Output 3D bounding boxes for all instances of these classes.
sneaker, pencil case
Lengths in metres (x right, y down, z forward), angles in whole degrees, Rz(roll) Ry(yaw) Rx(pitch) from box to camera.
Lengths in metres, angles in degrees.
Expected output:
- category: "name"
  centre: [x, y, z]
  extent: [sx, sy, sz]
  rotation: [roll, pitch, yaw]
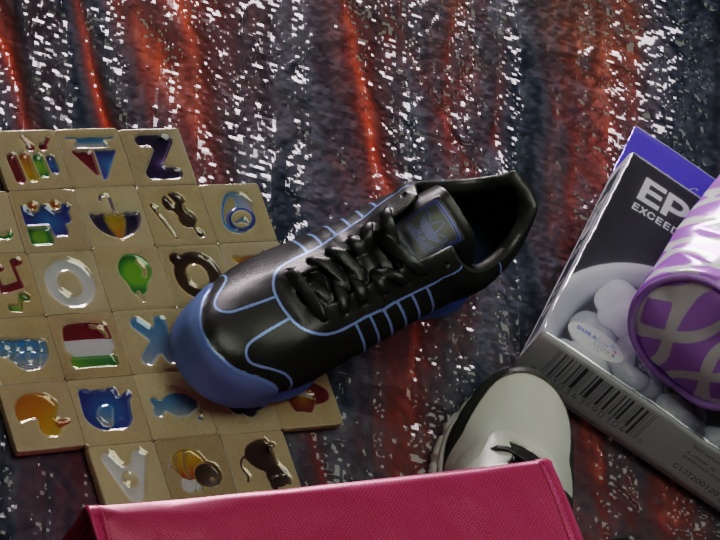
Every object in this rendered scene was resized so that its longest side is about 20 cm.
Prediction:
- category: "sneaker"
  centre: [0.000, 0.000, 1.295]
  extent: [0.200, 0.078, 0.070]
  rotation: [-25, 74, -43]
- category: "sneaker"
  centre: [0.069, 0.119, 1.259]
  extent: [0.074, 0.080, 0.200]
  rotation: [24, 48, -11]
- category: "pencil case"
  centre: [0.204, -0.016, 1.369]
  extent: [0.084, 0.086, 0.200]
  rotation: [38, 47, 2]

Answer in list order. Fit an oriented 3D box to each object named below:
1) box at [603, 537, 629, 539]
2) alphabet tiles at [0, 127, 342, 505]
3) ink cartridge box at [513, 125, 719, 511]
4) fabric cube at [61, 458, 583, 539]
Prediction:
- category: "box"
  centre: [0.085, 0.188, 0.926]
  extent: [0.193, 0.048, 0.200]
  rotation: [6, 50, -61]
- category: "alphabet tiles"
  centre: [-0.100, 0.019, 1.279]
  extent: [0.166, 0.006, 0.200]
  rotation: [-3, 60, -33]
- category: "ink cartridge box"
  centre: [0.196, 0.030, 1.418]
  extent: [0.198, 0.043, 0.200]
  rotation: [34, 47, -5]
- category: "fabric cube"
  centre: [-0.022, 0.207, 1.066]
  extent: [0.199, 0.200, 0.196]
  rotation: [-5, 62, -30]
